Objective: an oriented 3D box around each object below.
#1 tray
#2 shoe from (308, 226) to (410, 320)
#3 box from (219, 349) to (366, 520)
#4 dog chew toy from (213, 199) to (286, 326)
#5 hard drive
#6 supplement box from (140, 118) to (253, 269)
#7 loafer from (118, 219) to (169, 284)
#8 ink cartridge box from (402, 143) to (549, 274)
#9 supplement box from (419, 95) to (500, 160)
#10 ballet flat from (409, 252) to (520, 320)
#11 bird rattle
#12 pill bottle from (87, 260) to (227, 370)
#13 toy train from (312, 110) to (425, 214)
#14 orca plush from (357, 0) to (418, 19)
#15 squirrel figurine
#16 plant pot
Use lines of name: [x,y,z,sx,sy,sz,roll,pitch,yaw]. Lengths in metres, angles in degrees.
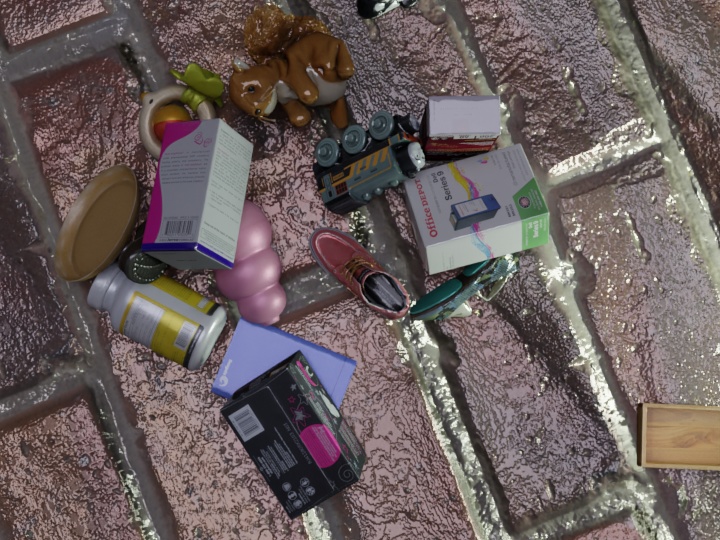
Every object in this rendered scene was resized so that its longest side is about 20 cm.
tray: [0.537,0.262,1.657,0.198,0.037,0.099,3,85,1]
shoe: [0.000,0.000,1.653,0.200,0.091,0.072,42,86,4]
box: [-0.099,0.247,1.595,0.132,0.115,0.201,-32,94,11]
dog chew toy: [-0.180,-0.008,1.644,0.124,0.125,0.201,-24,93,-2]
hard drive: [-0.121,0.168,1.669,0.199,0.025,0.133,22,85,2]
supplement box: [-0.237,-0.110,1.548,0.101,0.103,0.202,0,73,27]
loafer: [-0.320,-0.036,1.615,0.071,0.200,0.073,27,110,9]
ink cartridge box: [0.178,-0.095,1.640,0.199,0.088,0.146,-15,57,1]
supplement box: [0.149,-0.216,1.620,0.108,0.200,0.061,-1,86,0]
ballet flat: [0.172,0.033,1.667,0.200,0.074,0.074,-37,86,0]
bird rattle: [-0.274,-0.229,1.692,0.162,0.113,0.202,-5,97,11]
pill bottle: [-0.316,0.064,1.636,0.199,0.112,0.113,28,85,3]
toy train: [0.013,-0.168,1.645,0.199,0.085,0.115,-23,72,29]
orca plush: [0.074,-0.491,1.711,0.199,0.071,0.106,-30,85,-3]
squirrel figurine: [-0.124,-0.317,1.655,0.185,0.142,0.201,-13,67,-14]
plant pot: [-0.402,-0.069,1.634,0.027,0.200,0.201,33,84,-39]
